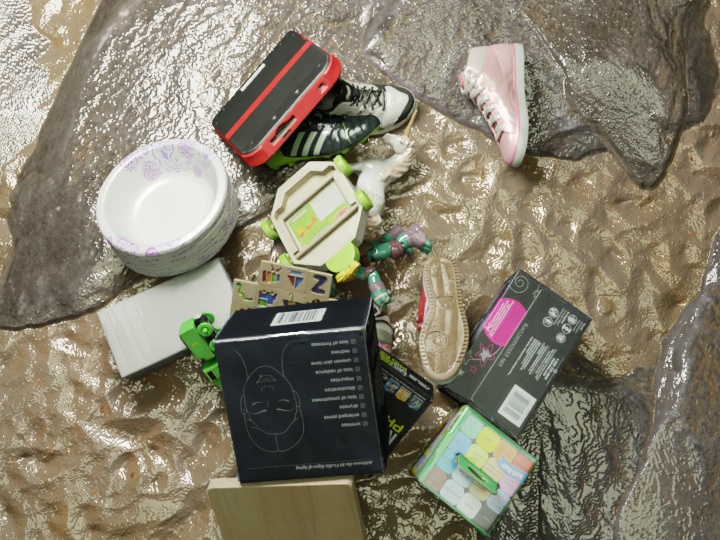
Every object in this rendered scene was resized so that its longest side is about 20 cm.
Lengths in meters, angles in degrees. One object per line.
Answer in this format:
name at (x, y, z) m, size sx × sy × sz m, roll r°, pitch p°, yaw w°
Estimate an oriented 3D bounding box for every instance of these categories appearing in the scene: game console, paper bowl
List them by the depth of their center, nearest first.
paper bowl at (-0.274, -0.082, 1.281) m, size 0.196 × 0.105 × 0.204 m, roll -5°, pitch 57°, yaw 8°
game console at (-0.127, -0.258, 1.309) m, size 0.200 × 0.177 × 0.031 m, roll -48°, pitch 129°, yaw 2°

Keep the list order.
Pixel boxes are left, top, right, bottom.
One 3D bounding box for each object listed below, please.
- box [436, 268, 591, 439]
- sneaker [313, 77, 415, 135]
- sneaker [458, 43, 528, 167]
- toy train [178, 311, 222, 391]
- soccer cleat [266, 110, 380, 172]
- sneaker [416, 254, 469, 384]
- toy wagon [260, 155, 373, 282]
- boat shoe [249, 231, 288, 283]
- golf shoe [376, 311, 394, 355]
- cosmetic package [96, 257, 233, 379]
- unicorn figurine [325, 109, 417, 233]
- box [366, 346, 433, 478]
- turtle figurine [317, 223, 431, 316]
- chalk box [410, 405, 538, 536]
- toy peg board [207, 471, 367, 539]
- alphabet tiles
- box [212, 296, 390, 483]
box at (0.219, 0.123, 1.269) m, size 0.131 × 0.115 × 0.202 m, roll 34°, pitch 83°, yaw 4°
sneaker at (-0.011, -0.254, 1.340) m, size 0.195 × 0.088 × 0.077 m, roll -5°, pitch 79°, yaw -3°
sneaker at (0.200, -0.255, 1.347) m, size 0.102 × 0.075 × 0.205 m, roll 2°, pitch 73°, yaw -5°
toy train at (-0.190, 0.144, 1.254) m, size 0.056 × 0.042 × 0.202 m, roll -26°, pitch 117°, yaw 9°
soccer cleat at (-0.067, -0.207, 1.305) m, size 0.196 × 0.068 × 0.082 m, roll -12°, pitch 118°, yaw 21°
sneaker at (0.115, 0.090, 1.255) m, size 0.070 × 0.113 × 0.203 m, roll 3°, pitch 54°, yaw 2°
toy wagon at (-0.052, -0.060, 1.232) m, size 0.154 × 0.039 × 0.202 m, roll -38°, pitch 58°, yaw 12°
boat shoe at (-0.129, 0.010, 1.294) m, size 0.059 × 0.072 × 0.203 m, roll 23°, pitch 69°, yaw -4°
golf shoe at (-0.047, 0.103, 1.301) m, size 0.195 × 0.073 × 0.093 m, roll 0°, pitch 48°, yaw 5°
cosmetic package at (-0.271, 0.072, 1.288) m, size 0.197 × 0.090 × 0.109 m, roll -22°, pitch 83°, yaw -7°
unicorn figurine at (0.011, -0.137, 1.318) m, size 0.134 × 0.074 × 0.204 m, roll 4°, pitch 69°, yaw 8°
box at (-0.019, 0.175, 1.243) m, size 0.199 × 0.044 × 0.161 m, roll 36°, pitch 108°, yaw -6°
turtle figurine at (0.000, 0.000, 1.268) m, size 0.198 × 0.149 × 0.102 m, roll -31°, pitch 121°, yaw -19°
chalk box at (0.153, 0.268, 1.201) m, size 0.124 × 0.200 × 0.125 m, roll 37°, pitch 82°, yaw 5°
toy peg board at (-0.085, 0.336, 1.217) m, size 0.195 × 0.098 × 0.203 m, roll -4°, pitch 121°, yaw 11°
alphabet tiles at (-0.100, 0.090, 1.196) m, size 0.163 × 0.006 × 0.204 m, roll 11°, pitch 109°, yaw 2°
box at (-0.070, 0.154, 1.145) m, size 0.195 × 0.124 × 0.201 m, roll -5°, pitch 105°, yaw 8°
